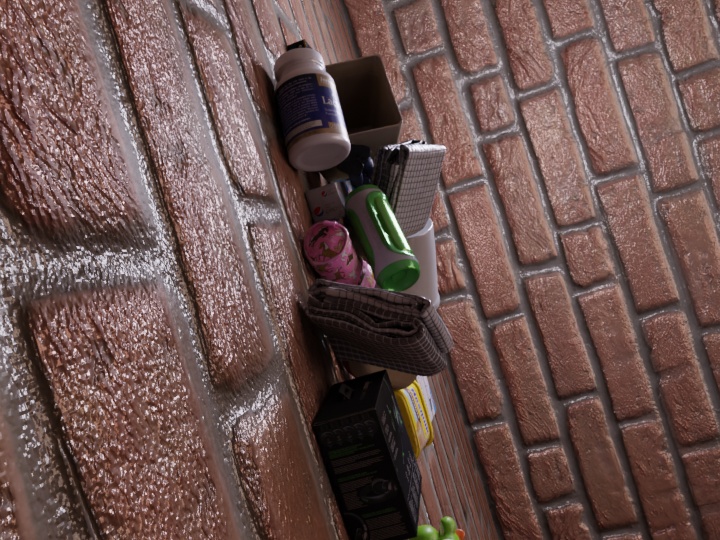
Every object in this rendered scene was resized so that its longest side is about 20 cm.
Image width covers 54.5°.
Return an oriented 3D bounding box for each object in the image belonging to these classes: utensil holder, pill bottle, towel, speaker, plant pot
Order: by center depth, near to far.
[{"bbox_3d":[0.026,0.090,1.055,0.166,0.199,0.086,50,54,-58],"label":"towel"},{"bbox_3d":[0.037,-0.059,1.258,0.089,0.088,0.201,59,6,-57],"label":"speaker"},{"bbox_3d":[-0.093,-0.292,1.268,0.116,0.115,0.201,48,27,-70],"label":"pill bottle"},{"bbox_3d":[0.079,-0.163,1.396,0.165,0.085,0.201,-19,127,-54],"label":"towel"},{"bbox_3d":[-0.029,-0.302,1.472,0.177,0.199,0.201,84,-8,-60],"label":"plant pot"},{"bbox_3d":[0.093,-0.012,1.589,0.170,0.169,0.201,-88,174,-64],"label":"utensil holder"}]

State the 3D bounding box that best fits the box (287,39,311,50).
[{"bbox_3d":[-0.106,-0.420,1.639,0.160,0.049,0.201,-12,85,-79],"label":"box"}]

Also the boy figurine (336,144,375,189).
[{"bbox_3d":[0.015,-0.174,1.428,0.125,0.064,0.200,-66,156,-20],"label":"boy figurine"}]

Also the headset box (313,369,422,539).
[{"bbox_3d":[0.014,0.256,0.999,0.174,0.092,0.201,-56,129,-78],"label":"headset box"}]

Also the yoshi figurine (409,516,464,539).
[{"bbox_3d":[0.132,0.553,1.276,0.112,0.112,0.201,24,52,-23],"label":"yoshi figurine"}]

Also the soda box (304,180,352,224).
[{"bbox_3d":[-0.054,-0.138,1.391,0.200,0.063,0.068,-52,125,-80],"label":"soda box"}]

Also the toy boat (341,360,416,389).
[{"bbox_3d":[0.026,0.132,1.259,0.200,0.130,0.131,24,89,-54],"label":"toy boat"}]

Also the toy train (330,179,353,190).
[{"bbox_3d":[0.017,-0.196,1.584,0.200,0.114,0.087,37,-12,36],"label":"toy train"}]

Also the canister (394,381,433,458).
[{"bbox_3d":[0.080,0.294,1.365,0.200,0.086,0.149,14,59,-78],"label":"canister"}]

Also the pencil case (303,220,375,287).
[{"bbox_3d":[-0.034,-0.011,1.227,0.200,0.082,0.087,55,12,-62],"label":"pencil case"}]

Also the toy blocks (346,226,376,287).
[{"bbox_3d":[0.000,0.000,1.440,0.200,0.099,0.137,-87,170,-63],"label":"toy blocks"}]

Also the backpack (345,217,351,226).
[{"bbox_3d":[0.065,-0.149,1.706,0.183,0.199,0.148,61,15,-56],"label":"backpack"}]

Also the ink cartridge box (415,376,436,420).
[{"bbox_3d":[0.107,0.272,1.569,0.200,0.085,0.147,17,57,-81],"label":"ink cartridge box"}]
